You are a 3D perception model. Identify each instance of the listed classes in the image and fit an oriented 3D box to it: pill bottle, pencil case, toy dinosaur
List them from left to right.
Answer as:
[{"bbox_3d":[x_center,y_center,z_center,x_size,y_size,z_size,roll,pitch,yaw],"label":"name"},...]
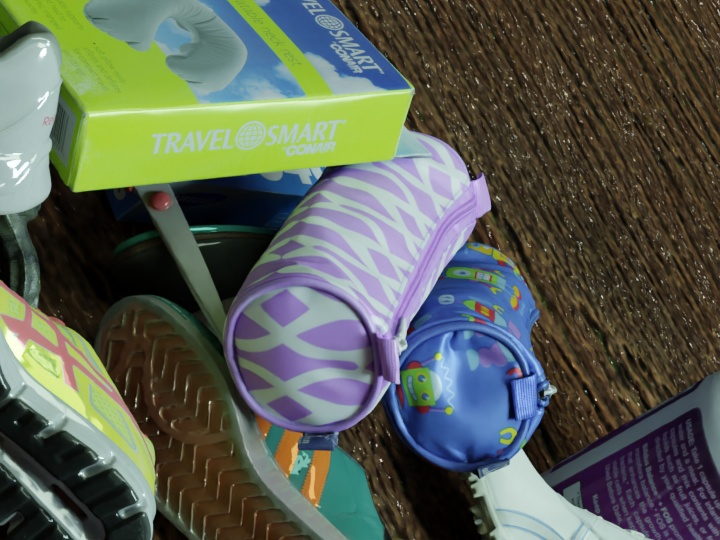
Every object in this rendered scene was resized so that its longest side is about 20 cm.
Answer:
[{"bbox_3d":[-0.179,-0.066,1.002,0.088,0.047,0.201,-136,-155,-77],"label":"toy dinosaur"},{"bbox_3d":[0.000,0.000,1.053,0.200,0.085,0.084,-63,140,-60],"label":"pencil case"},{"bbox_3d":[0.055,0.041,1.157,0.200,0.086,0.078,-81,176,-77],"label":"pencil case"},{"bbox_3d":[0.194,0.121,1.222,0.112,0.200,0.113,34,38,-32],"label":"pill bottle"}]

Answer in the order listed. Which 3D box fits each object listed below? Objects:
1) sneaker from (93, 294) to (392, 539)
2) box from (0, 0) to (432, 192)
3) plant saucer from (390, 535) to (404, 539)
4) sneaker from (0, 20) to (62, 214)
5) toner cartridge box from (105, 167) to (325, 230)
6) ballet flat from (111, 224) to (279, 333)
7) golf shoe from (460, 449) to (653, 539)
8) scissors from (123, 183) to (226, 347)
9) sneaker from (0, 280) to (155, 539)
[{"bbox_3d":[-0.049,0.095,1.040,0.200,0.071,0.080,54,21,10],"label":"sneaker"},{"bbox_3d":[-0.070,-0.095,1.059,0.199,0.048,0.122,-7,40,-33],"label":"box"},{"bbox_3d":[0.039,0.213,1.087,0.200,0.035,0.201,34,38,-32],"label":"plant saucer"},{"bbox_3d":[-0.213,-0.099,0.914,0.199,0.100,0.078,17,18,-8],"label":"sneaker"},{"bbox_3d":[-0.064,-0.070,1.193,0.200,0.043,0.095,4,57,-52],"label":"toner cartridge box"},{"bbox_3d":[-0.045,0.010,1.128,0.200,0.068,0.069,-6,75,-55],"label":"ballet flat"},{"bbox_3d":[0.121,0.155,1.176,0.201,0.097,0.078,63,2,11],"label":"golf shoe"},{"bbox_3d":[-0.095,-0.044,1.062,0.073,0.014,0.200,-34,61,-21],"label":"scissors"},{"bbox_3d":[-0.159,0.040,0.948,0.200,0.078,0.090,53,19,-11],"label":"sneaker"}]
